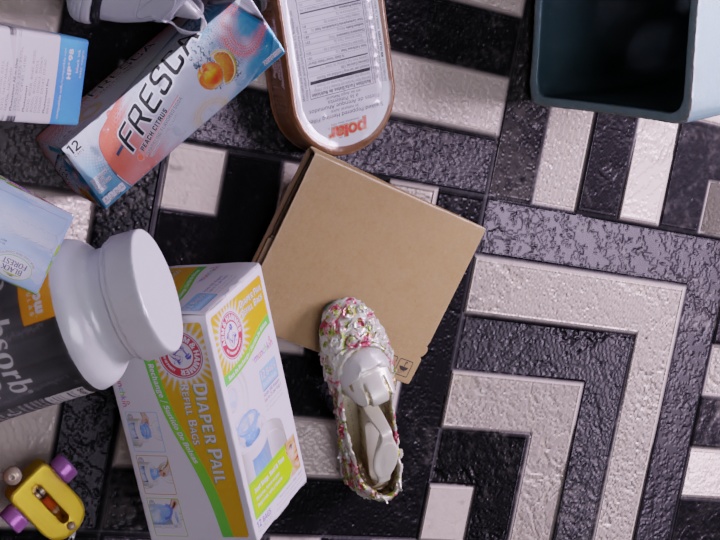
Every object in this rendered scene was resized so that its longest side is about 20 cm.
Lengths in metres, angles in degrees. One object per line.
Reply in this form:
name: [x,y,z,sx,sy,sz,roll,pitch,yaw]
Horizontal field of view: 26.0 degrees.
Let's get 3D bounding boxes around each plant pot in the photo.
plant pot: [0.297,-0.245,1.432,0.198,0.195,0.199,-6,104,-38]

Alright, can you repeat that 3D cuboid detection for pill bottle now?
pill bottle: [-0.241,0.044,1.159,0.198,0.117,0.117,-18,113,10]

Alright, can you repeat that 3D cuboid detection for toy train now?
toy train: [-0.293,0.220,1.253,0.149,0.055,0.203,-19,107,-25]

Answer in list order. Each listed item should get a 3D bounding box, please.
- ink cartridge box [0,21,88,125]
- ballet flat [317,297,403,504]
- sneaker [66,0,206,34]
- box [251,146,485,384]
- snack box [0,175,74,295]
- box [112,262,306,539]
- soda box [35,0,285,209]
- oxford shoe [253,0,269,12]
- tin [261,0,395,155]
ink cartridge box: [-0.291,-0.146,1.080,0.200,0.115,0.068,-7,109,-68]
ballet flat: [0.010,0.120,1.388,0.075,0.064,0.202,-21,119,-19]
sneaker: [-0.153,-0.280,1.191,0.113,0.075,0.203,12,100,-1]
box: [0.000,0.000,1.382,0.198,0.021,0.165,22,99,-32]
snack box: [-0.314,-0.061,1.090,0.168,0.199,0.068,27,86,-32]
box: [-0.126,0.107,1.272,0.112,0.100,0.203,-44,127,-60]
soda box: [-0.159,-0.140,1.242,0.200,0.068,0.064,-44,119,-15]
oxford shoe: [-0.096,-0.307,1.245,0.084,0.072,0.202,-26,113,-27]
tin: [-0.029,-0.197,1.330,0.111,0.042,0.203,-16,109,-23]
